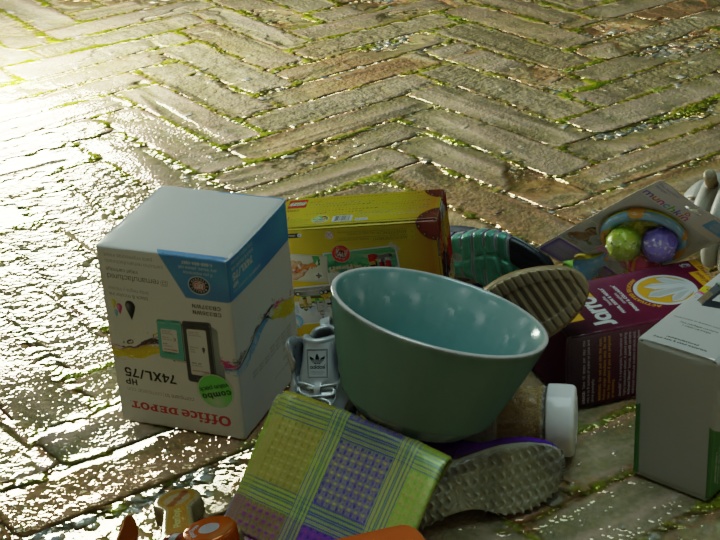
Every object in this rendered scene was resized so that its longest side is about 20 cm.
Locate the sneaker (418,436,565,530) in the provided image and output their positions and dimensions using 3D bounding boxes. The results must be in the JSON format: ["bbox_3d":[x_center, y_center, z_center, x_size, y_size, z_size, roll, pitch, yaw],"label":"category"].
[{"bbox_3d":[0.083,0.176,1.324,0.198,0.070,0.100,-9,24,-13],"label":"sneaker"}]

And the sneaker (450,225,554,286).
[{"bbox_3d":[0.148,-0.025,1.687,0.198,0.075,0.087,14,26,33],"label":"sneaker"}]

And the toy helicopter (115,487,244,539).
[{"bbox_3d":[-0.163,0.239,1.249,0.131,0.080,0.200,-15,16,-4],"label":"toy helicopter"}]

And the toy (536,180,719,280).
[{"bbox_3d":[0.293,-0.019,1.579,0.199,0.115,0.048,-27,40,52],"label":"toy"}]

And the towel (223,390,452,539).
[{"bbox_3d":[-0.027,0.193,1.267,0.199,0.023,0.145,15,74,36],"label":"towel"}]

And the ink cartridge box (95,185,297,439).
[{"bbox_3d":[-0.159,0.040,1.480,0.145,0.202,0.146,6,29,20],"label":"ink cartridge box"}]

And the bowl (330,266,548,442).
[{"bbox_3d":[0.060,0.082,1.309,0.199,0.106,0.201,12,17,-4],"label":"bowl"}]

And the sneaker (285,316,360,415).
[{"bbox_3d":[-0.046,0.130,1.379,0.074,0.116,0.200,2,27,12],"label":"sneaker"}]

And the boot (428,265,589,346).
[{"bbox_3d":[0.131,0.048,1.473,0.198,0.073,0.166,-26,0,4],"label":"boot"}]

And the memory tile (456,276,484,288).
[{"bbox_3d":[0.149,0.032,1.669,0.152,0.017,0.199,-22,32,-32],"label":"memory tile"}]

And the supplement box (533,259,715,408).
[{"bbox_3d":[0.281,0.064,1.506,0.198,0.087,0.110,-11,27,-13],"label":"supplement box"}]

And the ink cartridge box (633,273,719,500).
[{"bbox_3d":[0.340,0.096,1.365,0.083,0.146,0.199,17,33,36],"label":"ink cartridge box"}]

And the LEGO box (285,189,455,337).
[{"bbox_3d":[0.000,0.000,1.584,0.198,0.150,0.077,-3,27,11],"label":"LEGO box"}]

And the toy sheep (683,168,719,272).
[{"bbox_3d":[0.434,-0.057,1.682,0.199,0.139,0.138,24,35,22],"label":"toy sheep"}]

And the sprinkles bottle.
[{"bbox_3d":[0.107,0.139,1.396,0.198,0.069,0.068,1,26,11],"label":"sprinkles bottle"}]

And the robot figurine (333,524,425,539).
[{"bbox_3d":[-0.007,0.261,1.107,0.198,0.117,0.145,-10,46,-14],"label":"robot figurine"}]
